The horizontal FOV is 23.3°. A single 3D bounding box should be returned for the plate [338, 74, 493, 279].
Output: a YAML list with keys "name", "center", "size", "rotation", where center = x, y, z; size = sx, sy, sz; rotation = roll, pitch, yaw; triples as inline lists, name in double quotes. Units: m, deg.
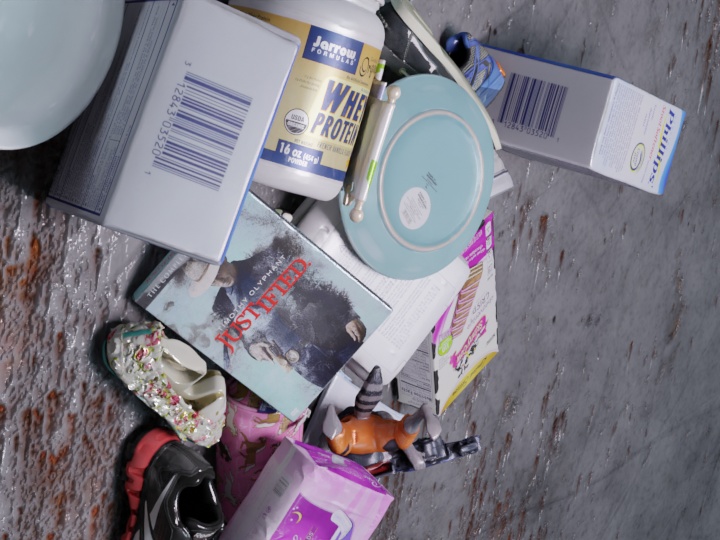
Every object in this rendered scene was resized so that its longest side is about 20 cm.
- name: "plate"
  center: [0.063, -0.088, 1.694]
  size: [0.199, 0.025, 0.202]
  rotation: [-11, 108, -38]

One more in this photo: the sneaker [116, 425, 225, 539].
- name: "sneaker"
  center: [-0.176, 0.250, 1.626]
  size: [0.071, 0.097, 0.202]
  rotation: [-18, 121, -53]

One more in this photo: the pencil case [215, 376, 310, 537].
- name: "pencil case"
  center: [-0.097, 0.199, 1.723]
  size: [0.082, 0.086, 0.202]
  rotation: [-14, 120, -33]

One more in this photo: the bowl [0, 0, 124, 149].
- name: "bowl"
  center: [-0.272, -0.195, 1.276]
  size: [0.201, 0.090, 0.203]
  rotation: [-30, 128, -46]

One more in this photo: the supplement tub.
- name: "supplement tub"
  center: [-0.061, -0.175, 1.546]
  size: [0.144, 0.144, 0.202]
  rotation: [11, 97, -57]

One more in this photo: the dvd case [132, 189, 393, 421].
- name: "dvd case"
  center: [-0.087, 0.030, 1.587]
  size: [0.200, 0.022, 0.146]
  rotation: [40, 97, -24]

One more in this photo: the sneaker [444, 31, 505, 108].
- name: "sneaker"
  center: [0.075, -0.172, 1.827]
  size: [0.201, 0.075, 0.079]
  rotation: [-57, 131, -31]

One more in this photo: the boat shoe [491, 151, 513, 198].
- name: "boat shoe"
  center: [0.076, -0.085, 1.861]
  size: [0.199, 0.072, 0.066]
  rotation: [-24, 87, -27]

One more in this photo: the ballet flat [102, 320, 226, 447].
- name: "ballet flat"
  center: [-0.161, 0.106, 1.593]
  size: [0.200, 0.063, 0.076]
  rotation: [46, 29, -54]

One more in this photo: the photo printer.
- name: "photo printer"
  center: [0.000, 0.000, 1.742]
  size: [0.167, 0.069, 0.200]
  rotation: [-53, 128, -6]

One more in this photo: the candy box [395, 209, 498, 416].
- name: "candy box"
  center: [0.094, 0.042, 1.941]
  size: [0.136, 0.061, 0.201]
  rotation: [-43, 141, -39]

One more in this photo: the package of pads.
- name: "package of pads"
  center: [-0.070, 0.266, 1.671]
  size: [0.120, 0.076, 0.201]
  rotation: [27, 98, -38]

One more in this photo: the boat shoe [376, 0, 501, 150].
- name: "boat shoe"
  center: [0.072, -0.187, 1.758]
  size: [0.067, 0.072, 0.200]
  rotation: [-38, 118, 9]

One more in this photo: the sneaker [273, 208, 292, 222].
- name: "sneaker"
  center: [-0.075, 0.035, 1.632]
  size: [0.201, 0.076, 0.075]
  rotation: [68, 28, -20]

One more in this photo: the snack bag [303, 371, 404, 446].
- name: "snack bag"
  center: [-0.021, 0.225, 1.908]
  size: [0.188, 0.021, 0.201]
  rotation: [38, 73, -55]

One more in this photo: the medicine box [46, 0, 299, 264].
- name: "medicine box"
  center: [-0.152, -0.115, 1.366]
  size: [0.102, 0.200, 0.184]
  rotation: [20, 89, -23]

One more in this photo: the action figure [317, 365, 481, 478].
- name: "action figure"
  center: [0.028, 0.162, 1.801]
  size: [0.198, 0.194, 0.106]
  rotation: [-12, 79, -14]

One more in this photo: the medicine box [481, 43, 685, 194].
- name: "medicine box"
  center: [0.235, -0.167, 1.947]
  size: [0.199, 0.181, 0.104]
  rotation: [11, 97, -57]

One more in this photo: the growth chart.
- name: "growth chart"
  center: [-0.012, -0.142, 1.622]
  size: [0.018, 0.200, 0.146]
  rotation: [14, 104, -22]
